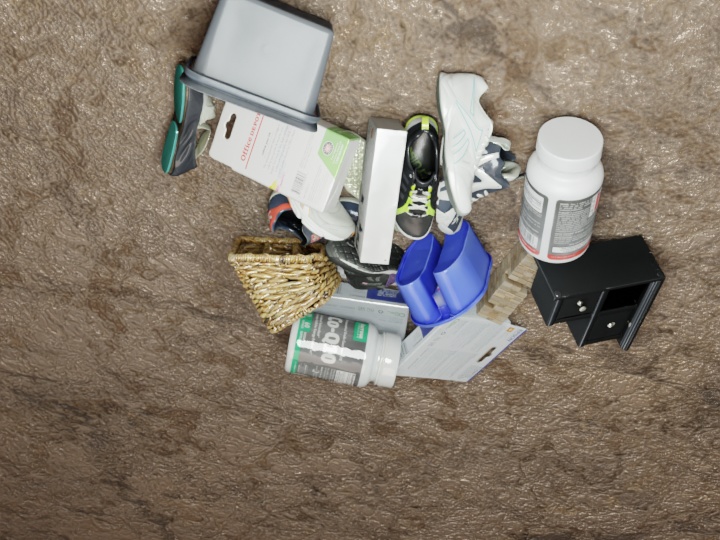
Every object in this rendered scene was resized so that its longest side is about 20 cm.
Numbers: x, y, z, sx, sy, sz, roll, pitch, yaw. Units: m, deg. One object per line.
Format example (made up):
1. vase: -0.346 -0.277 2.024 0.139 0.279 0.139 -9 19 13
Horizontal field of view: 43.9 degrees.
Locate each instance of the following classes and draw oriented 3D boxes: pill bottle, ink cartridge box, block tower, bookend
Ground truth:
1. pill bottle: 0.301 -0.119 1.335 0.113 0.117 0.202 4 138 5
2. ink cartridge box: -0.113 -0.182 1.318 0.197 0.067 0.119 26 107 10
3. ink cartridge box: 0.177 0.135 1.659 0.197 0.041 0.200 11 137 -35
4. pill bottle: -0.031 0.143 1.595 0.195 0.115 0.114 11 138 -3
5. block tower: 0.268 0.009 1.526 0.057 0.055 0.201 21 136 -14
6. ink cartridge box: -0.011 0.102 1.675 0.195 0.041 0.202 8 139 1
7. bookend: 0.369 0.055 1.480 0.195 0.093 0.201 -9 141 -14

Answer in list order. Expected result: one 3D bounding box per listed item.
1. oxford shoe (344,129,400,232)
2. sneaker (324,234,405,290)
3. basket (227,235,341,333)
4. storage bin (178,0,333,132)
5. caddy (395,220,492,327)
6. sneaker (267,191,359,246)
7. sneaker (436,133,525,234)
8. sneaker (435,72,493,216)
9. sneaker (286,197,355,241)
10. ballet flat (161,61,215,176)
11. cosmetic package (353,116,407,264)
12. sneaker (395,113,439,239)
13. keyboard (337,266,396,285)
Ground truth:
1. oxford shoe: 0.019 -0.140 1.405 0.075 0.058 0.200 -40 114 11
2. sneaker: 0.000 0.000 1.486 0.087 0.077 0.198 -41 148 26
3. basket: -0.121 -0.011 1.471 0.141 0.200 0.151 -30 99 3
4. storage bin: -0.128 -0.297 1.217 0.196 0.146 0.136 20 110 -11
5. caddy: 0.140 0.012 1.455 0.139 0.201 0.106 -21 114 28
6. sneaker: -0.059 -0.074 1.469 0.195 0.086 0.076 9 138 0
7. sneaker: 0.186 -0.130 1.369 0.127 0.080 0.202 10 129 12
8. sneaker: 0.152 -0.180 1.263 0.078 0.205 0.070 -4 -177 -1
9. sneaker: -0.073 -0.134 1.383 0.200 0.076 0.092 44 122 -5
10. ballet flat: -0.257 -0.229 1.357 0.071 0.074 0.202 15 131 -7
11. cosmetic package: 0.027 -0.120 1.340 0.049 0.083 0.204 3 110 -11
12. sneaker: 0.082 -0.134 1.336 0.070 0.083 0.204 0 115 -1
13. keyboard: 0.056 0.003 1.592 0.195 0.011 0.057 8 133 1
